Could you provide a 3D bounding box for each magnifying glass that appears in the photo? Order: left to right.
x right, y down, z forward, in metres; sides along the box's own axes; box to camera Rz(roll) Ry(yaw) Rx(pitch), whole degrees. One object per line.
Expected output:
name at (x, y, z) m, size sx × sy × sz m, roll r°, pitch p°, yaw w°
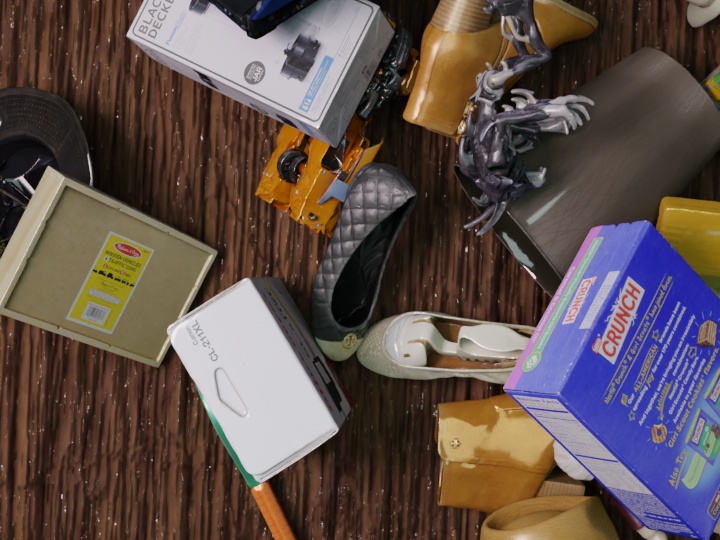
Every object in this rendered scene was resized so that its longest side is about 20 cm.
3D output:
magnifying glass at (-0.105, 0.177, 1.119) m, size 0.022 × 0.080 × 0.202 m, roll -27°, pitch 99°, yaw -1°

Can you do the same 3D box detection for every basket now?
basket at (0.213, -0.089, 1.074) m, size 0.200 × 0.136 × 0.181 m, roll -40°, pitch 96°, yaw -2°

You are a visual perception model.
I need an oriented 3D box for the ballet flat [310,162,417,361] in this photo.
ballet flat at (0.000, 0.000, 1.070) m, size 0.057 × 0.066 × 0.202 m, roll 41°, pitch 129°, yaw 38°

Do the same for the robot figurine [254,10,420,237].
robot figurine at (-0.017, -0.138, 1.092) m, size 0.058 × 0.145 × 0.201 m, roll 28°, pitch 93°, yaw -34°

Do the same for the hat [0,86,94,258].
hat at (-0.304, -0.061, 1.113) m, size 0.198 × 0.081 × 0.203 m, roll -5°, pitch 78°, yaw 23°

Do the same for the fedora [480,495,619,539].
fedora at (0.164, 0.242, 1.041) m, size 0.198 × 0.201 × 0.083 m, roll -9°, pitch 88°, yaw 2°

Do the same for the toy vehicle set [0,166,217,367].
toy vehicle set at (-0.223, 0.003, 1.067) m, size 0.026 × 0.199 × 0.125 m, roll 28°, pitch 89°, yaw 38°

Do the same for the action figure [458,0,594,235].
action figure at (0.131, -0.129, 0.964) m, size 0.101 × 0.119 × 0.203 m, roll 3°, pitch 100°, yaw -6°

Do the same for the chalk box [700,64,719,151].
chalk box at (0.402, -0.125, 1.058) m, size 0.124 × 0.124 × 0.200 m, roll -42°, pitch 87°, yaw -9°

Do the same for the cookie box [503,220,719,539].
cookie box at (0.235, 0.089, 0.984) m, size 0.200 × 0.075 × 0.172 m, roll 44°, pitch 66°, yaw -22°

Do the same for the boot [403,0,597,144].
boot at (0.121, -0.181, 1.074) m, size 0.071 × 0.200 × 0.145 m, roll 34°, pitch 113°, yaw 39°

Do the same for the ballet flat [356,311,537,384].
ballet flat at (0.083, 0.062, 1.082) m, size 0.198 × 0.062 × 0.068 m, roll 2°, pitch 64°, yaw 23°

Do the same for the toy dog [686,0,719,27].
toy dog at (0.251, -0.315, 1.047) m, size 0.198 × 0.194 × 0.141 m, roll 25°, pitch 103°, yaw -4°

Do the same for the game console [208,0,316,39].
game console at (-0.032, -0.284, 0.950) m, size 0.199 × 0.119 × 0.171 m, roll -37°, pitch 64°, yaw -23°

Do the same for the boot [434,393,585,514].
boot at (0.142, 0.126, 1.100) m, size 0.142 × 0.071 × 0.204 m, roll 8°, pitch 96°, yaw -4°

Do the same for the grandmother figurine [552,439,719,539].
grandmother figurine at (0.256, 0.184, 1.065) m, size 0.198 × 0.061 × 0.122 m, roll 24°, pitch 48°, yaw -17°

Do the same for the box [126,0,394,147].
box at (-0.086, -0.201, 1.028) m, size 0.199 × 0.060 × 0.118 m, roll 28°, pitch 89°, yaw 17°

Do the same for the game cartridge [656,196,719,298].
game cartridge at (0.332, 0.038, 1.067) m, size 0.174 × 0.033 × 0.202 m, roll 6°, pitch 121°, yaw 2°

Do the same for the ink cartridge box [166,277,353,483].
ink cartridge box at (-0.079, 0.087, 1.048) m, size 0.082 × 0.200 × 0.147 m, roll -31°, pitch 89°, yaw 2°
